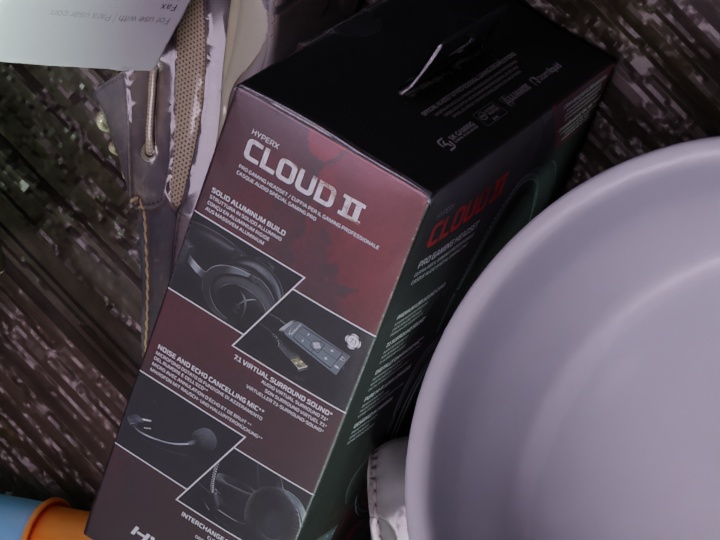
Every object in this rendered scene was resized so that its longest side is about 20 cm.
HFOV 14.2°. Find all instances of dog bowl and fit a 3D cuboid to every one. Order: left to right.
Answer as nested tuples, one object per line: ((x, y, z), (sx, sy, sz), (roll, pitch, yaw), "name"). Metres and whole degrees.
((0.118, 0.066, 0.873), (0.199, 0.079, 0.201), (-9, 67, 23), "dog bowl")

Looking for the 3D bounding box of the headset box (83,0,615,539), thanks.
((0.000, 0.000, 0.963), (0.077, 0.149, 0.201), (31, 121, 14), "headset box")

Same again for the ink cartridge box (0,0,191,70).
((-0.088, -0.187, 0.936), (0.147, 0.086, 0.200), (55, 127, 32), "ink cartridge box")

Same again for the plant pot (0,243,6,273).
((-0.233, -0.088, 1.040), (0.186, 0.187, 0.201), (-3, 98, 28), "plant pot")

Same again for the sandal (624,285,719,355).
((0.079, 0.080, 1.012), (0.079, 0.059, 0.207), (52, 127, 22), "sandal")

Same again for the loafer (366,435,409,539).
((0.009, 0.140, 0.978), (0.069, 0.070, 0.201), (2, 124, 7), "loafer")

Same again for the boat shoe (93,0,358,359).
((-0.050, -0.056, 1.019), (0.073, 0.074, 0.201), (23, 111, 28), "boat shoe")

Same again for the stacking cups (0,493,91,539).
((-0.139, 0.110, 1.142), (0.199, 0.061, 0.061), (6, 114, 19), "stacking cups")
